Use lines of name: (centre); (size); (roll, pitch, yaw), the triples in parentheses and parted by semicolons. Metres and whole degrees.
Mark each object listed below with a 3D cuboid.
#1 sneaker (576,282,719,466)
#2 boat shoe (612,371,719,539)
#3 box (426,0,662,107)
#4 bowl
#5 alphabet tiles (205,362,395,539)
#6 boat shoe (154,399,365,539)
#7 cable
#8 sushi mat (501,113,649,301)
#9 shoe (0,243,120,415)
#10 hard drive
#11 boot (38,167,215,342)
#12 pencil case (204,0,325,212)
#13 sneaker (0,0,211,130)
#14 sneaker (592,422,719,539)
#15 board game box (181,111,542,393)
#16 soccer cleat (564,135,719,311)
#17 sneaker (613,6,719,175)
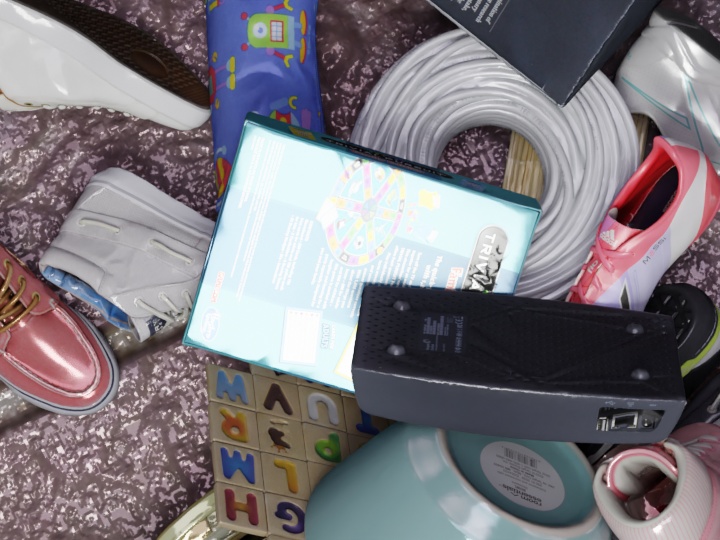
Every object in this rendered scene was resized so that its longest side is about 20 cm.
sneaker: (0.178, 0.092, 1.467); (0.200, 0.083, 0.072); (-40, 51, 16)
boat shoe: (0.219, 0.136, 1.464); (0.073, 0.063, 0.200); (39, 82, 6)
box: (0.127, -0.249, 1.460); (0.196, 0.124, 0.200); (40, 46, 5)
bowl: (0.075, 0.153, 1.341); (0.200, 0.201, 0.105); (33, 122, 5)
alphabet tiles: (-0.020, 0.127, 1.404); (0.165, 0.006, 0.201); (16, 40, -23)
boat shoe: (-0.070, 0.169, 1.454); (0.200, 0.073, 0.063); (-37, 77, -14)
cable: (0.089, -0.064, 1.485); (0.198, 0.069, 0.202); (13, 80, 5)
sushi mat: (0.141, -0.031, 1.519); (0.095, 0.012, 0.202); (10, 79, 3)
shoe: (-0.247, 0.021, 1.468); (0.200, 0.091, 0.072); (41, 82, 7)
hard drive: (0.095, 0.058, 1.335); (0.198, 0.135, 0.043); (5, 114, 1)
boot: (-0.118, 0.015, 1.472); (0.199, 0.074, 0.096); (27, 64, 13)
pencil case: (-0.062, -0.129, 1.498); (0.086, 0.078, 0.202); (-4, 77, -4)
sneaker: (-0.201, -0.138, 1.521); (0.199, 0.073, 0.085); (28, 116, -4)
sneaker: (0.195, 0.128, 1.344); (0.075, 0.201, 0.105); (-25, 112, 20)
board game box: (0.000, 0.000, 1.412); (0.198, 0.047, 0.152); (17, 101, -4)
soccer cleat: (0.163, 0.005, 1.412); (0.067, 0.076, 0.201); (35, 92, 41)
sneaker: (0.262, -0.095, 1.511); (0.200, 0.070, 0.080); (37, 110, -2)
